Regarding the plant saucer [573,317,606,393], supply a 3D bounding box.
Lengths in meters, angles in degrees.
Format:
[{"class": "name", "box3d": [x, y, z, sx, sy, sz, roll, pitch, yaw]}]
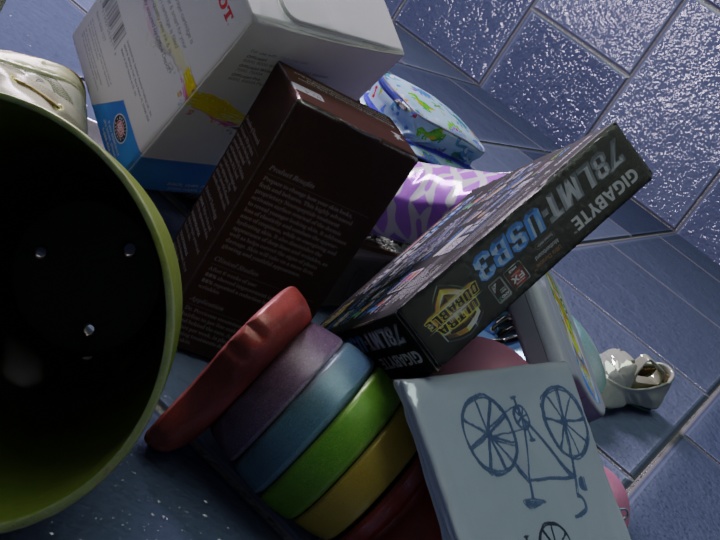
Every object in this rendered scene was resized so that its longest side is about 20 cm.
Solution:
[{"class": "plant saucer", "box3d": [0.172, 0.060, 1.092, 0.200, 0.039, 0.201, 18, 28, -10]}]

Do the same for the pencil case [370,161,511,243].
[{"class": "pencil case", "box3d": [0.063, -0.061, 0.903, 0.199, 0.086, 0.084, 12, -2, 22]}]

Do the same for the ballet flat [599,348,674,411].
[{"class": "ballet flat", "box3d": [0.293, 0.118, 1.176, 0.200, 0.070, 0.069, 12, 28, -48]}]

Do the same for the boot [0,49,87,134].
[{"class": "boot", "box3d": [-0.280, -0.095, 0.726, 0.199, 0.072, 0.155, 7, 41, -31]}]

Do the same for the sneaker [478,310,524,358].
[{"class": "sneaker", "box3d": [0.122, 0.033, 0.996, 0.078, 0.090, 0.201, -10, 49, -11]}]

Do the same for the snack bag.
[{"class": "snack bag", "box3d": [0.107, 0.151, 0.621, 0.188, 0.021, 0.201, 1, 66, -51]}]

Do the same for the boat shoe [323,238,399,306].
[{"class": "boat shoe", "box3d": [0.000, 0.000, 0.964, 0.199, 0.076, 0.072, 22, 20, -37]}]

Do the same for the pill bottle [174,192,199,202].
[{"class": "pill bottle", "box3d": [-0.103, -0.102, 0.975, 0.199, 0.113, 0.113, 24, 21, -27]}]

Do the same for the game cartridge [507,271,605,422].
[{"class": "game cartridge", "box3d": [0.161, 0.061, 0.868, 0.200, 0.040, 0.134, 36, 39, -66]}]

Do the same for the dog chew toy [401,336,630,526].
[{"class": "dog chew toy", "box3d": [0.110, 0.138, 0.744, 0.200, 0.125, 0.125, 39, 17, -11]}]

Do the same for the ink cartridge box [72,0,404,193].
[{"class": "ink cartridge box", "box3d": [-0.096, -0.172, 0.791, 0.144, 0.200, 0.148, 1, 61, -43]}]

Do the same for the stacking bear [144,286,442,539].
[{"class": "stacking bear", "box3d": [-0.007, 0.116, 0.623, 0.200, 0.121, 0.114, 44, 27, 1]}]

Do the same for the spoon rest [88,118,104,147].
[{"class": "spoon rest", "box3d": [-0.193, -0.085, 0.863, 0.199, 0.061, 0.099, 30, 21, -14]}]

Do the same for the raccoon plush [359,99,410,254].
[{"class": "raccoon plush", "box3d": [0.006, -0.089, 1.056, 0.134, 0.097, 0.201, 35, -30, 46]}]

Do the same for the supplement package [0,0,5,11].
[{"class": "supplement package", "box3d": [-0.289, -0.115, 0.555, 0.117, 0.200, 0.117, 34, 18, -1]}]

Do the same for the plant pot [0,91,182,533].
[{"class": "plant pot", "box3d": [-0.167, 0.012, 0.530, 0.187, 0.188, 0.200, 34, 3, -1]}]

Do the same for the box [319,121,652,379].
[{"class": "box", "box3d": [0.067, -0.004, 0.703, 0.050, 0.200, 0.198, 52, -22, -4]}]

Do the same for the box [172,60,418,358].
[{"class": "box", "box3d": [-0.060, -0.031, 0.731, 0.100, 0.200, 0.075, 23, 24, -30]}]

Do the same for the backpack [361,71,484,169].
[{"class": "backpack", "box3d": [0.046, -0.160, 1.321, 0.183, 0.147, 0.200, 17, 22, -47]}]
